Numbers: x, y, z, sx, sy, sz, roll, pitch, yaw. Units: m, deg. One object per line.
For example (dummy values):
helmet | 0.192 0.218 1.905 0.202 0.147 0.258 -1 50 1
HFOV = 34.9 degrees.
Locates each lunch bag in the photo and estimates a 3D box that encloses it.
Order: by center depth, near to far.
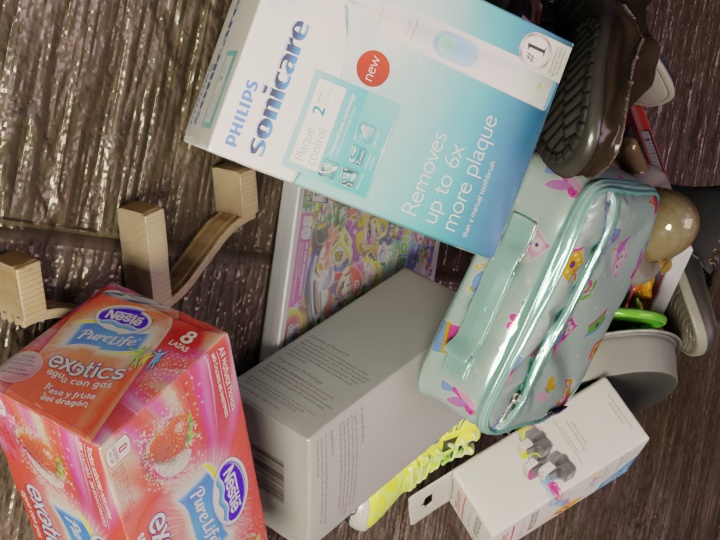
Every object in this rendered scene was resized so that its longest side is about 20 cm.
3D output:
lunch bag | 0.125 0.019 0.793 0.160 0.077 0.201 -3 119 -60

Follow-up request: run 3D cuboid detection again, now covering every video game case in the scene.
video game case | 0.000 0.000 0.885 0.199 0.018 0.145 0 99 -55
video game case | 0.270 -0.060 1.113 0.143 0.017 0.201 94 -10 -55

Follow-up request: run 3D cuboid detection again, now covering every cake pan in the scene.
cake pan | 0.206 0.111 1.065 0.200 0.199 0.037 26 45 -55

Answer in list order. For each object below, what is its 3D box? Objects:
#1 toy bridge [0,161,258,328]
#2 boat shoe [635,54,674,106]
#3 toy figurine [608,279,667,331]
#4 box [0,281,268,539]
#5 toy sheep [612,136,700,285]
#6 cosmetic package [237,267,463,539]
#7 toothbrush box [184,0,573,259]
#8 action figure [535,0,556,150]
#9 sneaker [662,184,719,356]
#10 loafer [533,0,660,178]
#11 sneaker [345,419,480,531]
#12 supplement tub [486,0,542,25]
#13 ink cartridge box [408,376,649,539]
toy bridge | -0.130 -0.008 0.689 0.200 0.027 0.068 -30 126 -47
boat shoe | 0.217 -0.222 1.046 0.199 0.075 0.062 30 56 -23
toy figurine | 0.212 -0.037 1.062 0.149 0.200 0.186 6 81 -15
box | -0.125 0.123 0.655 0.103 0.094 0.201 -42 140 -39
toy sheep | 0.181 -0.046 0.934 0.137 0.199 0.139 -16 111 -47
cosmetic package | 0.000 0.094 0.829 0.199 0.084 0.108 -32 136 -42
toothbrush box | 0.010 -0.112 0.713 0.199 0.085 0.148 21 92 -20
action figure | 0.083 -0.130 0.837 0.192 0.104 0.202 20 85 -36
sneaker | 0.336 -0.012 1.111 0.075 0.105 0.201 93 -10 -54
loafer | 0.165 -0.135 0.744 0.071 0.073 0.201 25 54 -14
sneaker | 0.055 0.133 0.939 0.200 0.076 0.076 -53 161 -29
supplement tub | 0.131 -0.168 0.943 0.200 0.106 0.108 40 68 -52
ink cartridge box | 0.142 0.185 0.993 0.199 0.068 0.115 -29 158 -9
